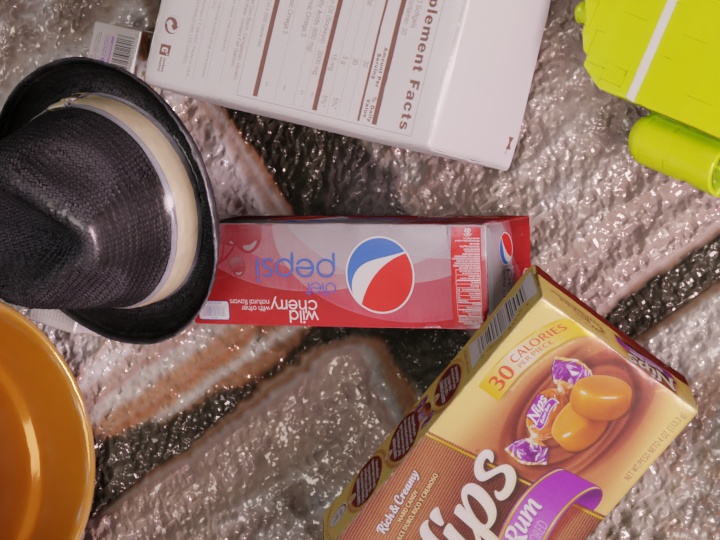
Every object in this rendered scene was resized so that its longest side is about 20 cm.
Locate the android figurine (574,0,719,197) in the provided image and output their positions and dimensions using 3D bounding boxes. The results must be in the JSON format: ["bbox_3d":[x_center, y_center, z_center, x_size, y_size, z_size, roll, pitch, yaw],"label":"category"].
[{"bbox_3d":[0.203,-0.138,1.233,0.199,0.041,0.183,26,97,39],"label":"android figurine"}]

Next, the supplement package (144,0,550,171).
[{"bbox_3d":[-0.007,-0.140,1.311,0.199,0.117,0.118,15,92,26],"label":"supplement package"}]

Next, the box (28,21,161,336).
[{"bbox_3d":[-0.168,-0.059,1.432,0.041,0.039,0.201,14,93,28],"label":"box"}]

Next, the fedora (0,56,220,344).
[{"bbox_3d":[-0.179,-0.031,1.328,0.200,0.091,0.202,20,120,38],"label":"fedora"}]

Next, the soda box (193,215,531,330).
[{"bbox_3d":[0.000,0.000,1.324,0.199,0.070,0.064,1,96,27],"label":"soda box"}]

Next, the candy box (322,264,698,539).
[{"bbox_3d":[0.082,0.111,1.257,0.116,0.057,0.200,36,105,-13],"label":"candy box"}]

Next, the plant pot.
[{"bbox_3d":[-0.304,0.128,1.418,0.183,0.200,0.202,-15,80,41],"label":"plant pot"}]
